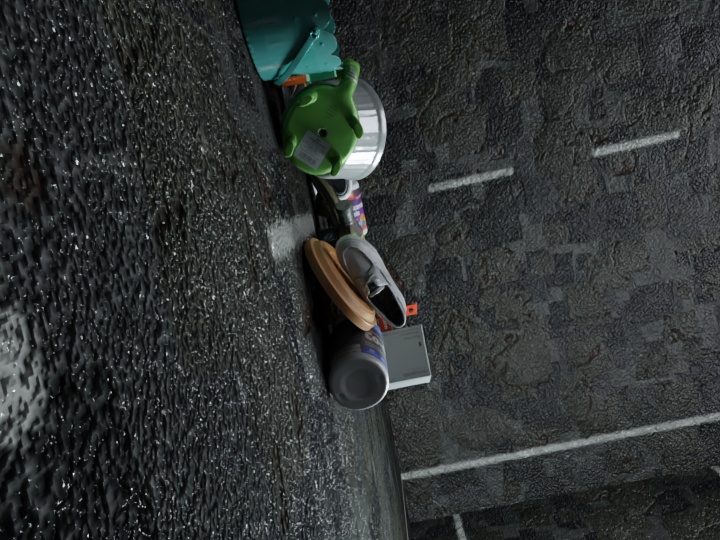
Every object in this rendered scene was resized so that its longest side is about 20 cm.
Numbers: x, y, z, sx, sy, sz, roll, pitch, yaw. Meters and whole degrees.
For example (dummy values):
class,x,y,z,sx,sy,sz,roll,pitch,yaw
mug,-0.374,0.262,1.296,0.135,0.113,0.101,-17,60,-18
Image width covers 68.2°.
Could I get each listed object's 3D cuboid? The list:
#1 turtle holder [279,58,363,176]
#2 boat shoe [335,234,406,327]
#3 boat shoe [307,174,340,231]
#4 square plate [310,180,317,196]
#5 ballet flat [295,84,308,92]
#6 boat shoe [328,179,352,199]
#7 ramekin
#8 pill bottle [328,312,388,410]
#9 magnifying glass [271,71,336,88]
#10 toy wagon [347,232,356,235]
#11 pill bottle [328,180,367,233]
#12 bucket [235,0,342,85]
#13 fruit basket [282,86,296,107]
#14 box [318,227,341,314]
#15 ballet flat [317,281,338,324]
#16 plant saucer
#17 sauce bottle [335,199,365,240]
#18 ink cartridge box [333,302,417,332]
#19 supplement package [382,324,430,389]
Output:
class,x,y,z,sx,sy,sz,roll,pitch,yaw
turtle holder,-0.072,-0.270,0.927,0.132,0.136,0.191,-114,-154,-61
boat shoe,0.022,0.025,0.977,0.203,0.071,0.069,59,6,-24
boat shoe,-0.077,-0.152,1.269,0.203,0.065,0.072,56,3,-32
square plate,-0.115,-0.283,1.362,0.201,0.028,0.203,73,6,-64
ballet flat,-0.125,-0.406,1.253,0.202,0.062,0.077,-98,172,-53
boat shoe,-0.071,-0.282,1.345,0.066,0.068,0.206,24,55,-77
ramekin,-0.050,-0.282,1.070,0.096,0.197,0.207,-15,96,-44
pill bottle,-0.006,0.161,1.029,0.201,0.110,0.117,-95,174,-66
magnifying glass,-0.099,-0.366,1.011,0.199,0.078,0.023,-35,121,-53
toy wagon,0.000,0.000,1.130,0.200,0.039,0.159,147,-80,-80
pill bottle,-0.050,-0.198,1.546,0.112,0.108,0.206,-92,170,-73
bucket,-0.109,-0.400,0.826,0.207,0.131,0.214,-11,90,-86
fruit basket,-0.128,-0.448,1.043,0.188,0.091,0.204,88,4,-48
box,-0.055,0.024,1.275,0.161,0.042,0.206,73,6,-68
ballet flat,-0.060,0.033,1.096,0.202,0.045,0.069,-96,174,-57
plant saucer,-0.032,0.020,0.997,0.202,0.032,0.201,53,9,-12
sauce bottle,-0.020,-0.071,1.257,0.067,0.064,0.203,-98,177,-48
ink cartridge box,0.040,0.129,1.224,0.109,0.194,0.052,69,9,-72
supplement package,0.053,0.209,1.200,0.156,0.194,0.114,70,8,-73
